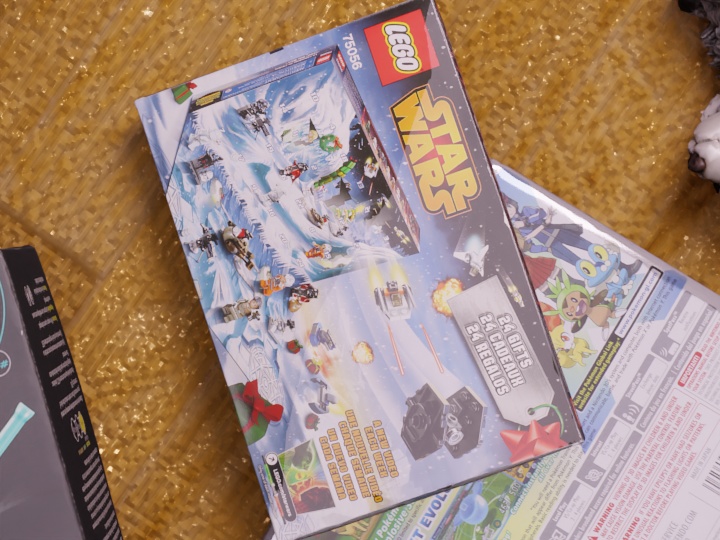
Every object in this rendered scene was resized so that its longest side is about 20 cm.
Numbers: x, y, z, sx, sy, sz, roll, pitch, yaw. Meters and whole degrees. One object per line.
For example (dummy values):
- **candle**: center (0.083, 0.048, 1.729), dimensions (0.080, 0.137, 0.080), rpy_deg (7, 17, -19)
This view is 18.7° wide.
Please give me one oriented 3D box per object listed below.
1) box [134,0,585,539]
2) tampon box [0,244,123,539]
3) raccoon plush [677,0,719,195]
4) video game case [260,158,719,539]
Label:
- **box**: center (0.000, 0.000, 0.928), dimensions (0.136, 0.040, 0.201), rpy_deg (-19, 84, 6)
- **tampon box**: center (-0.182, 0.105, 0.898), dimensions (0.149, 0.126, 0.201), rpy_deg (-16, 92, -1)
- **raccoon plush**: center (0.225, -0.092, 0.929), dimensions (0.199, 0.097, 0.135), rpy_deg (-19, 99, -2)
- **video game case**: center (0.083, 0.083, 0.958), dimensions (0.182, 0.022, 0.201), rpy_deg (31, 91, -2)
